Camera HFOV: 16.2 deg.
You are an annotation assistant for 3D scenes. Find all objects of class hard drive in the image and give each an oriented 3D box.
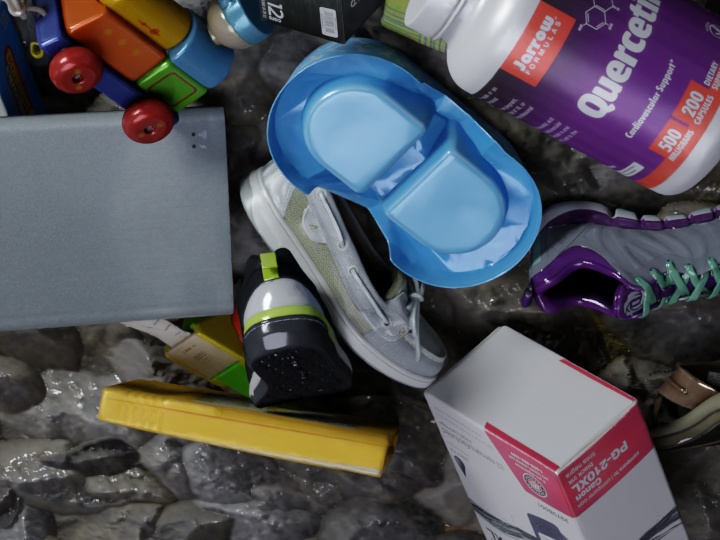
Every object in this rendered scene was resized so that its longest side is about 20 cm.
[{"bbox_3d":[-0.186,-0.034,1.666,0.200,0.033,0.140,-4,96,-16],"label":"hard drive"}]

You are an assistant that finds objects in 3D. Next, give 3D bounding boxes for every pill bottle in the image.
[{"bbox_3d":[0.131,-0.134,1.512,0.200,0.113,0.113,27,132,-10],"label":"pill bottle"}]

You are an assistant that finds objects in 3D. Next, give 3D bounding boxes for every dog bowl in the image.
[{"bbox_3d":[0.029,-0.075,1.652,0.200,0.050,0.111,37,115,-20],"label":"dog bowl"}]

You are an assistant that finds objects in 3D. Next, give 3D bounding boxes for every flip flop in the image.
[{"bbox_3d":[0.245,0.086,1.746,0.081,0.058,0.200,-3,163,-34],"label":"flip flop"}]

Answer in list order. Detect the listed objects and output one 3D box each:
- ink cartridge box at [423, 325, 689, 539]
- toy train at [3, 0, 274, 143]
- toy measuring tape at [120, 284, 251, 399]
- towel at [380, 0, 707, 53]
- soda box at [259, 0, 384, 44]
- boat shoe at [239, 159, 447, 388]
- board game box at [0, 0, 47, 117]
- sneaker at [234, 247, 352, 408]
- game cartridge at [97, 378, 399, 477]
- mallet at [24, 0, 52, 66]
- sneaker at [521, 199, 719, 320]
[{"bbox_3d":[0.145,0.156,1.775,0.145,0.084,0.200,30,152,46],"label":"ink cartridge box"},{"bbox_3d":[-0.153,-0.172,1.574,0.116,0.085,0.200,-32,138,21],"label":"toy train"},{"bbox_3d":[-0.118,0.029,1.770,0.074,0.074,0.200,-31,133,34],"label":"toy measuring tape"},{"bbox_3d":[0.119,-0.175,1.571,0.200,0.023,0.144,15,134,1],"label":"towel"},{"bbox_3d":[-0.026,-0.239,1.508,0.063,0.071,0.200,19,137,24],"label":"soda box"},{"bbox_3d":[0.000,-0.001,1.726,0.065,0.074,0.202,-34,111,16],"label":"boat shoe"},{"bbox_3d":[-0.312,-0.088,1.730,0.195,0.056,0.200,-1,132,15],"label":"board game box"},{"bbox_3d":[-0.046,0.035,1.690,0.072,0.083,0.200,-11,164,-4],"label":"sneaker"},{"bbox_3d":[-0.075,0.107,1.792,0.200,0.176,0.033,12,90,3],"label":"game cartridge"},{"bbox_3d":[-0.211,-0.210,1.614,0.066,0.041,0.200,19,137,-2],"label":"mallet"},{"bbox_3d":[0.207,0.007,1.669,0.199,0.088,0.075,1,132,13],"label":"sneaker"}]
